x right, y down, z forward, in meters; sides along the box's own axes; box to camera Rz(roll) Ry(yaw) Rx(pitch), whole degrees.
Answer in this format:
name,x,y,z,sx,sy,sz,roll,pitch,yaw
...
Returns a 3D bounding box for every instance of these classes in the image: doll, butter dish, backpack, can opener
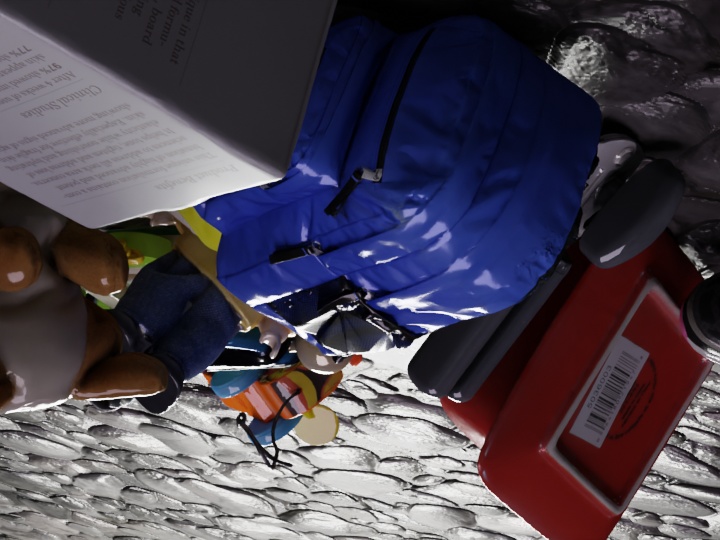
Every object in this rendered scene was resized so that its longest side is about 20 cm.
name,x,y,z,sx,sy,sz,roll,pitch,yaw
doll,-0.096,0.048,1.428,0.200,0.049,0.136,-3,173,24
butter dish,0.122,0.057,1.388,0.148,0.200,0.199,27,171,36
backpack,0.018,-0.050,1.159,0.168,0.163,0.200,32,153,-33
can opener,0.104,0.003,1.249,0.053,0.067,0.200,15,121,-50

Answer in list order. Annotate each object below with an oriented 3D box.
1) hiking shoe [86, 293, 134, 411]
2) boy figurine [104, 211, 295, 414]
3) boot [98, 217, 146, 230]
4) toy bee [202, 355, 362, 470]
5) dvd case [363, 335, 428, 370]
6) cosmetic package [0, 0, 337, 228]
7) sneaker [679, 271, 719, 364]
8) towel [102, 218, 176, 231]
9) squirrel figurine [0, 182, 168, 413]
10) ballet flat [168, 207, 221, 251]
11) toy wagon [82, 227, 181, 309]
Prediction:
name,x,y,z,sx,sy,sz,roll,pitch,yaw
hiking shoe,-0.197,0.064,1.645,0.074,0.087,0.200,18,173,-6
boy figurine,-0.081,-0.007,1.314,0.124,0.200,0.064,41,147,3
boot,-0.122,-0.078,1.313,0.130,0.068,0.200,2,158,14
toy bee,-0.050,0.087,1.624,0.200,0.109,0.131,48,171,51
dvd case,0.092,0.064,1.602,0.200,0.016,0.149,19,158,-14
cosmetic package,-0.138,-0.142,1.013,0.200,0.167,0.167,30,154,-35
sneaker,0.291,0.017,1.290,0.199,0.074,0.087,1,156,18
towel,-0.155,-0.011,1.514,0.149,0.031,0.200,-8,157,45
squirrel figurine,-0.208,-0.018,1.202,0.141,0.187,0.200,-8,-174,-27
ballet flat,-0.099,-0.063,1.234,0.067,0.067,0.200,0,148,30
toy wagon,-0.125,0.003,1.439,0.155,0.040,0.200,-2,163,18
